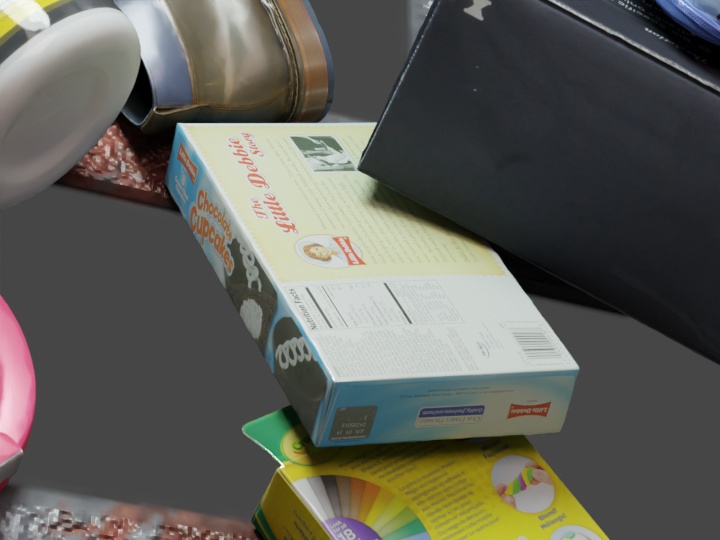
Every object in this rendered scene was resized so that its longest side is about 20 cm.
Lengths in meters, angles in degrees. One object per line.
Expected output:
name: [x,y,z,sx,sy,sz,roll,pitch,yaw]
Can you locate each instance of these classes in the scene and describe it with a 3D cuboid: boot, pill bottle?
boot: [-0.097,-0.148,1.137,0.096,0.075,0.201,-14,61,-36]
pill bottle: [-0.198,-0.129,1.049,0.200,0.112,0.112,45,49,15]

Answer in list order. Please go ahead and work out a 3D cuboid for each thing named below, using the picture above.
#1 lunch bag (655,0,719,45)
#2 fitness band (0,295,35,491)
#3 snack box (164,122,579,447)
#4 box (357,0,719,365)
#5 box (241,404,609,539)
lunch bag: [0.197,-0.140,1.079,0.199,0.076,0.161,12,32,-32]
fitness band: [-0.218,0.055,0.941,0.199,0.038,0.144,-28,65,-40]
snack box: [0.000,0.000,1.043,0.115,0.037,0.200,-1,35,-25]
box: [0.123,-0.080,1.111,0.196,0.118,0.200,28,25,1]
box: [0.043,0.127,0.989,0.117,0.048,0.200,-22,65,-36]
